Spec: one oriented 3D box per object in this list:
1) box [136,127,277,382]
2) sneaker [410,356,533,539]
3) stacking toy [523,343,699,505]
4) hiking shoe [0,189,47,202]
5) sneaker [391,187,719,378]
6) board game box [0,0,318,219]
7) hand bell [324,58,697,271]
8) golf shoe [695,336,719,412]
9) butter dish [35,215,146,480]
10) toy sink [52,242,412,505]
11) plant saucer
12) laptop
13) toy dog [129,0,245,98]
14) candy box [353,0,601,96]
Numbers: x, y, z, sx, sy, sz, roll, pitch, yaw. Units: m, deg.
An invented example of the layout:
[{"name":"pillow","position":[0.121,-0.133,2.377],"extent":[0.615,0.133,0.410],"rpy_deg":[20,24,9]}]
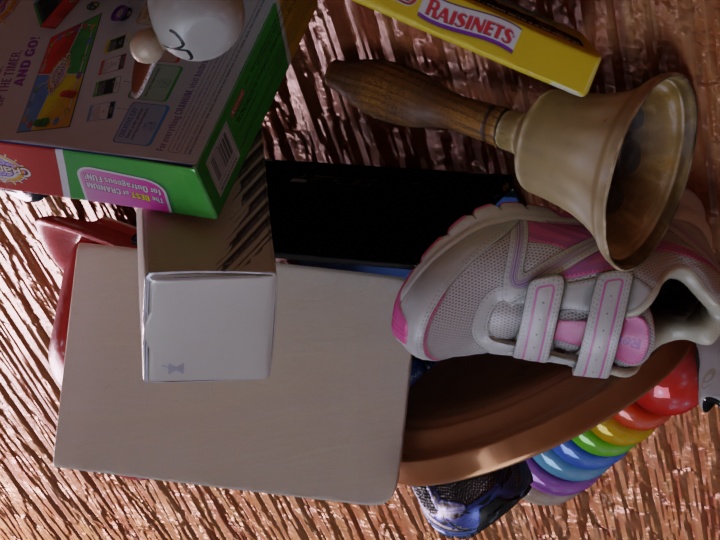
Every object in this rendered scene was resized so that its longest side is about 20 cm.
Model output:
[{"name":"box","position":[-0.086,-0.038,1.118],"extent":[0.068,0.201,0.082],"rpy_deg":[-1,135,-8]},{"name":"sneaker","position":[0.043,0.099,1.343],"extent":[0.079,0.075,0.200],"rpy_deg":[51,180,-35]},{"name":"stacking toy","position":[0.157,0.086,1.319],"extent":[0.085,0.086,0.200],"rpy_deg":[28,152,-15]},{"name":"hiking shoe","position":[-0.290,-0.075,1.312],"extent":[0.199,0.101,0.076],"rpy_deg":[24,153,-7]},{"name":"sneaker","position":[0.114,0.014,1.118],"extent":[0.199,0.088,0.082],"rpy_deg":[-14,134,-18]},{"name":"board game box","position":[-0.140,-0.109,1.096],"extent":[0.199,0.154,0.040],"rpy_deg":[9,145,22]},{"name":"hand bell","position":[0.066,-0.078,1.112],"extent":[0.199,0.104,0.104],"rpy_deg":[19,155,28]},{"name":"golf shoe","position":[0.263,0.088,1.248],"extent":[0.200,0.095,0.078],"rpy_deg":[34,148,-27]},{"name":"butter dish","position":[-0.132,0.065,1.378],"extent":[0.198,0.149,0.200],"rpy_deg":[19,169,0]},{"name":"toy sink","position":[-0.065,0.061,1.228],"extent":[0.199,0.131,0.112],"rpy_deg":[5,177,8]},{"name":"plant saucer","position":[0.097,0.061,1.221],"extent":[0.200,0.200,0.032],"rpy_deg":[-14,107,47]},{"name":"laptop","position":[0.000,0.000,1.247],"extent":[0.186,0.200,0.117],"rpy_deg":[4,115,26]},{"name":"toy dog","position":[-0.135,-0.148,1.010],"extent":[0.132,0.096,0.200],"rpy_deg":[52,178,-21]},{"name":"candy box","position":[0.018,-0.139,1.018],"extent":[0.199,0.027,0.102],"rpy_deg":[23,-170,-5]}]
